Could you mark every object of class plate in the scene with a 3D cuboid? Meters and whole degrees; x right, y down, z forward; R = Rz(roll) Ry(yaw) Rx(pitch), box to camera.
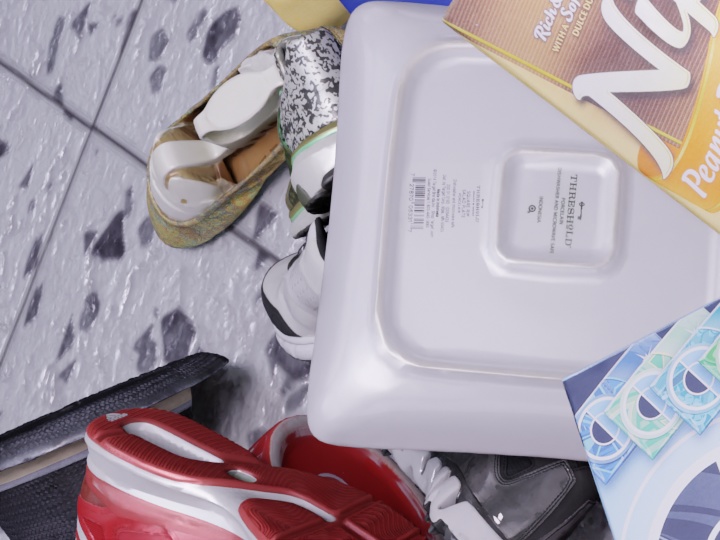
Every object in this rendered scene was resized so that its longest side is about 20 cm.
[{"bbox_3d":[0.082,-0.021,0.999,0.032,0.199,0.201,71,-156,-72],"label":"plate"}]

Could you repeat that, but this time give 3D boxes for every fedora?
[{"bbox_3d":[-0.140,0.116,1.290,0.200,0.200,0.092,-22,92,49],"label":"fedora"}]

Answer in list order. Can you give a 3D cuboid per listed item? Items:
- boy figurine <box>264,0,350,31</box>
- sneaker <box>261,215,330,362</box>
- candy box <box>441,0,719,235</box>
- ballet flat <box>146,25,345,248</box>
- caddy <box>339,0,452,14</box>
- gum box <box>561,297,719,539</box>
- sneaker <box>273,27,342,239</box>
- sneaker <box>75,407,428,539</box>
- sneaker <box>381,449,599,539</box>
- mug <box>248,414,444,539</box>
[{"bbox_3d":[0.004,-0.222,1.284,0.201,0.064,0.124,-60,40,15],"label":"boy figurine"},{"bbox_3d":[0.000,0.000,1.148,0.074,0.080,0.200,-33,16,-19],"label":"sneaker"},{"bbox_3d":[0.145,-0.089,0.942,0.200,0.055,0.116,38,112,12],"label":"candy box"},{"bbox_3d":[-0.076,-0.072,1.321,0.200,0.070,0.071,-36,49,41],"label":"ballet flat"},{"bbox_3d":[0.066,-0.151,1.132,0.142,0.105,0.200,-51,30,-6],"label":"caddy"},{"bbox_3d":[0.179,0.094,0.858,0.169,0.044,0.201,-29,58,22],"label":"gum box"},{"bbox_3d":[-0.011,-0.073,1.169,0.200,0.076,0.089,126,123,-82],"label":"sneaker"},{"bbox_3d":[-0.045,0.148,1.047,0.199,0.078,0.116,28,116,32],"label":"sneaker"},{"bbox_3d":[0.060,0.076,1.083,0.090,0.067,0.200,-40,24,2],"label":"sneaker"},{"bbox_3d":[-0.066,0.159,1.167,0.200,0.133,0.178,-49,43,26],"label":"mug"}]
